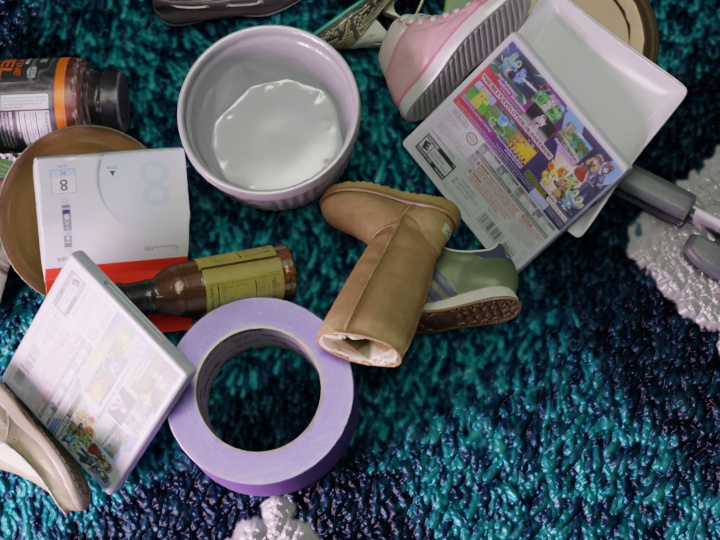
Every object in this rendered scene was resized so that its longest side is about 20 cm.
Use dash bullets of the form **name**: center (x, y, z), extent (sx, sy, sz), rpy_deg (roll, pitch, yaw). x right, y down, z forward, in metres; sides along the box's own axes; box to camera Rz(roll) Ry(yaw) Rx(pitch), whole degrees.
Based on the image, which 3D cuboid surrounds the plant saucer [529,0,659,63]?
- **plant saucer**: center (0.234, -0.256, 1.754), extent (0.200, 0.029, 0.200), rpy_deg (0, 88, 7)

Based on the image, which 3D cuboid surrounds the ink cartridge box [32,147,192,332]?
- **ink cartridge box**: center (-0.263, -0.028, 1.685), extent (0.160, 0.047, 0.200), rpy_deg (-6, 90, -16)

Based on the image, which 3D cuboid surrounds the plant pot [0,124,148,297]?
- **plant pot**: center (-0.300, -0.059, 1.718), extent (0.200, 0.027, 0.200), rpy_deg (0, 90, -22)

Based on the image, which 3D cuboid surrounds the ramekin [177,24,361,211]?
- **ramekin**: center (-0.097, -0.160, 1.733), extent (0.200, 0.105, 0.200), rpy_deg (-1, 73, 3)

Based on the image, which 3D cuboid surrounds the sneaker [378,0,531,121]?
- **sneaker**: center (0.093, -0.267, 1.734), extent (0.200, 0.075, 0.105), rpy_deg (-45, 61, 30)

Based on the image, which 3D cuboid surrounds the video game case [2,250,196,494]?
- **video game case**: center (-0.278, 0.109, 1.643), extent (0.182, 0.022, 0.200), rpy_deg (44, 123, 14)

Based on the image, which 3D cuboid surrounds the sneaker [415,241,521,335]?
- **sneaker**: center (0.073, 0.016, 1.695), extent (0.200, 0.067, 0.090), rpy_deg (-7, 57, 12)

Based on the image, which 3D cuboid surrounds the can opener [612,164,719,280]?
- **can opener**: center (0.340, -0.061, 1.704), extent (0.200, 0.053, 0.067), rpy_deg (33, 77, 12)

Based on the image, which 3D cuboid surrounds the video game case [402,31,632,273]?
- **video game case**: center (0.168, -0.126, 1.706), extent (0.182, 0.023, 0.200), rpy_deg (-44, 73, 23)

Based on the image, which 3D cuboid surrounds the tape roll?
- **tape roll**: center (-0.103, 0.134, 1.658), extent (0.200, 0.085, 0.200), rpy_deg (-1, 74, 3)

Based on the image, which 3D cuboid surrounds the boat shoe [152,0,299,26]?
- **boat shoe**: center (-0.144, -0.329, 1.809), extent (0.200, 0.057, 0.067), rpy_deg (-14, 73, 0)

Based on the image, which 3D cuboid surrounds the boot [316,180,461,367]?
- **boot**: center (0.000, 0.000, 1.649), extent (0.175, 0.066, 0.200), rpy_deg (5, 52, 30)

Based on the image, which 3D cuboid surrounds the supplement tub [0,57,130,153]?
- **supplement tub**: center (-0.363, -0.185, 1.756), extent (0.200, 0.107, 0.107), rpy_deg (-2, 74, 2)

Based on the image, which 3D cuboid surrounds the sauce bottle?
- **sauce bottle**: center (-0.170, 0.016, 1.682), extent (0.200, 0.066, 0.066), rpy_deg (-9, 73, -16)

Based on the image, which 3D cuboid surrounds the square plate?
- **square plate**: center (0.225, -0.172, 1.704), extent (0.198, 0.028, 0.200), rpy_deg (41, 109, 20)

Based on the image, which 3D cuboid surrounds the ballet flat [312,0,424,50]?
- **ballet flat**: center (0.027, -0.304, 1.794), extent (0.075, 0.068, 0.200), rpy_deg (44, 78, -9)

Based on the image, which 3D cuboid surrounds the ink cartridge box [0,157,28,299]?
- **ink cartridge box**: center (-0.454, -0.033, 1.695), extent (0.145, 0.084, 0.200), rpy_deg (20, 72, -31)

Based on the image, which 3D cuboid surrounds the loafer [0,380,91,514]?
- **loafer**: center (-0.362, 0.192, 1.666), extent (0.068, 0.076, 0.200), rpy_deg (-42, 66, -7)

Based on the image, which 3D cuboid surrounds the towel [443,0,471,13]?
- **towel**: center (0.196, -0.308, 1.797), extent (0.200, 0.031, 0.149), rpy_deg (7, 74, 6)
